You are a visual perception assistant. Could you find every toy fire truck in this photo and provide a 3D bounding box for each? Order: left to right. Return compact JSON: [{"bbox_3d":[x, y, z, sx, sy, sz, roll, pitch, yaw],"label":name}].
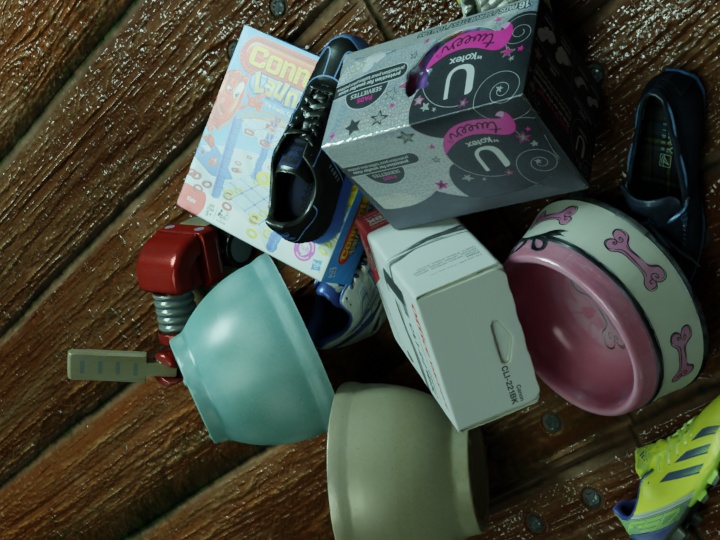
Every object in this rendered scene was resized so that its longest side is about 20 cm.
[{"bbox_3d":[-0.218,0.048,1.477,0.128,0.200,0.177,6,112,38],"label":"toy fire truck"}]

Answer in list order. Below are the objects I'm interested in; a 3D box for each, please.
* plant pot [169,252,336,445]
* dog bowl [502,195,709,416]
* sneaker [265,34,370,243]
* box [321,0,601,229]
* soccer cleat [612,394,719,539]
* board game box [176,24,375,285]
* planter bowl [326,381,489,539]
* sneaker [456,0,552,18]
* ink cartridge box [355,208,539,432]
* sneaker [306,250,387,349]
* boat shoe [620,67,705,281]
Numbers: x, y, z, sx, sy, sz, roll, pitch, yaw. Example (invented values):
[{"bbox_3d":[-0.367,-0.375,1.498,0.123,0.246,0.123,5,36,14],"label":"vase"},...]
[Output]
[{"bbox_3d":[-0.117,0.101,1.396,0.200,0.134,0.201,155,90,-83],"label":"plant pot"},{"bbox_3d":[0.200,0.039,1.163,0.200,0.074,0.201,39,150,28],"label":"dog bowl"},{"bbox_3d":[-0.038,-0.123,1.232,0.070,0.078,0.201,12,93,30],"label":"sneaker"},{"bbox_3d":[0.087,-0.130,1.146,0.199,0.115,0.132,-12,141,33],"label":"box"},{"bbox_3d":[0.287,0.174,1.202,0.084,0.065,0.201,38,129,24],"label":"soccer cleat"},{"bbox_3d":[-0.064,-0.115,1.324,0.199,0.056,0.197,27,100,29],"label":"board game box"},{"bbox_3d":[0.057,0.208,1.342,0.134,0.200,0.202,-5,107,13],"label":"planter bowl"},{"bbox_3d":[0.104,-0.267,1.164,0.074,0.085,0.200,-32,108,17],"label":"sneaker"},{"bbox_3d":[0.076,0.032,1.215,0.200,0.083,0.145,-127,16,-63],"label":"ink cartridge box"},{"bbox_3d":[0.000,0.000,1.351,0.075,0.088,0.201,33,125,27],"label":"sneaker"},{"bbox_3d":[0.244,-0.068,1.128,0.084,0.069,0.201,8,114,38],"label":"boat shoe"}]
